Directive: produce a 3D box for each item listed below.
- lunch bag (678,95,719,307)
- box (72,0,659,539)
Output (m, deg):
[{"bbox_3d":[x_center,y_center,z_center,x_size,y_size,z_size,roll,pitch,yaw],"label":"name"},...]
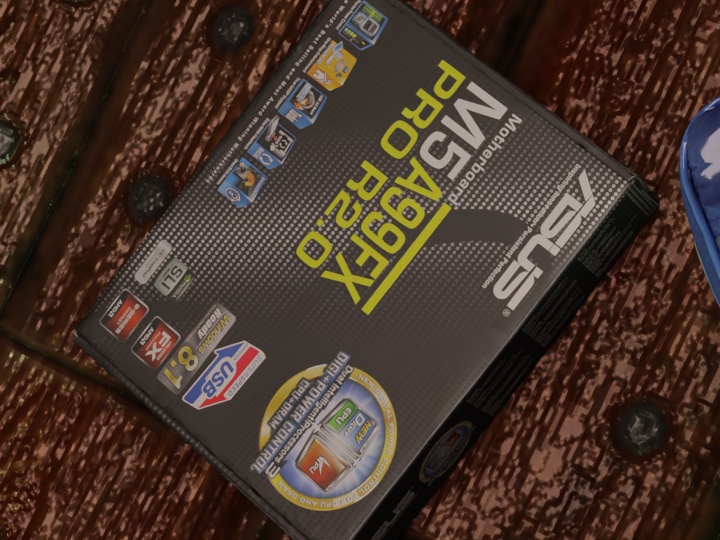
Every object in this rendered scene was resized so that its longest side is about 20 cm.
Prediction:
[{"bbox_3d":[0.224,-0.021,0.895,0.199,0.132,0.136,-25,69,14],"label":"lunch bag"},{"bbox_3d":[0.000,0.000,1.025,0.160,0.044,0.200,40,93,25],"label":"box"}]
